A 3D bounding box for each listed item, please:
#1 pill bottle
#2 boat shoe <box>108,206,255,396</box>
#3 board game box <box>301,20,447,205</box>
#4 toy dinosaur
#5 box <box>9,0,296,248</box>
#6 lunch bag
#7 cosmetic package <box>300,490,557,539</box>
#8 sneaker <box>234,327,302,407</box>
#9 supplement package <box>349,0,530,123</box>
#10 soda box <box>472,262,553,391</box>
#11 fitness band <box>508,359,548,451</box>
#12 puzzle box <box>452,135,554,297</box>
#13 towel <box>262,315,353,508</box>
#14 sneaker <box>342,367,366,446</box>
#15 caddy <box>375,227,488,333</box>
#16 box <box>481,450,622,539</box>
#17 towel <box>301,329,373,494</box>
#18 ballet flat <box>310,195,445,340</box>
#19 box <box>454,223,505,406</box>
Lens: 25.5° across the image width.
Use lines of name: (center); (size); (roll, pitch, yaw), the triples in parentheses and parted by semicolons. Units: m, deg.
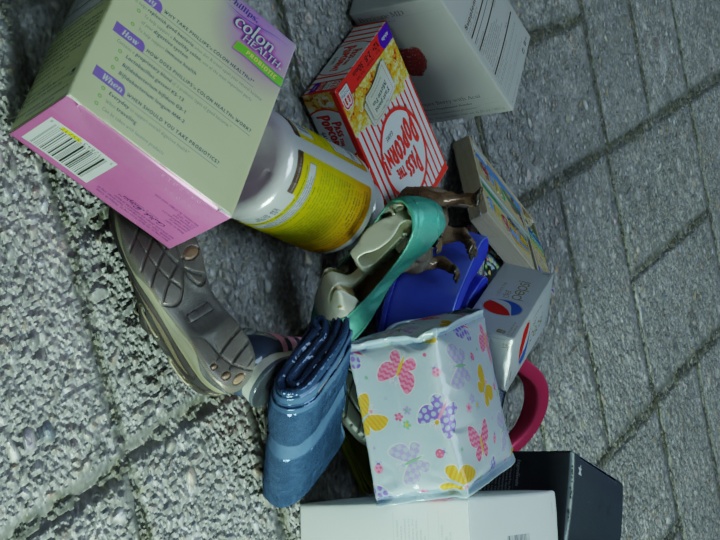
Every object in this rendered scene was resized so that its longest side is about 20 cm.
pill bottle: (-0.059, -0.081, 1.566); (0.200, 0.109, 0.110); (23, 65, -55)
boat shoe: (-0.171, 0.026, 1.403); (0.074, 0.073, 0.201); (-25, 86, -43)
board game box: (0.019, -0.151, 1.765); (0.201, 0.046, 0.152); (65, 37, -29)
toy dinosaur: (0.050, -0.046, 1.697); (0.200, 0.135, 0.086); (-52, 147, -42)
box: (-0.173, -0.156, 1.360); (0.176, 0.097, 0.201); (37, 53, -27)
lunch bag: (0.077, 0.132, 1.587); (0.200, 0.127, 0.170); (-18, 97, -64)
cosmetic package: (0.074, 0.290, 1.635); (0.199, 0.199, 0.124); (9, 75, -58)
sneaker: (-0.094, 0.080, 1.527); (0.070, 0.082, 0.200); (-58, 168, 4)
supplement package: (0.094, -0.283, 1.837); (0.200, 0.121, 0.120); (49, 46, -42)
soda box: (0.163, 0.061, 1.797); (0.200, 0.063, 0.068); (-48, 148, -62)
fitness band: (0.150, 0.160, 1.879); (0.200, 0.037, 0.144); (35, 82, -47)
puzzle box: (0.179, -0.062, 1.986); (0.200, 0.025, 0.133); (46, 26, -45)
towel: (-0.050, 0.138, 1.508); (0.112, 0.048, 0.200); (-56, 165, -36)
sneaker: (0.020, 0.165, 1.670); (0.200, 0.082, 0.073); (46, 64, -23)
caddy: (0.071, 0.034, 1.771); (0.142, 0.105, 0.200); (88, 21, -45)
box: (0.178, 0.272, 1.808); (0.148, 0.199, 0.105); (34, 59, -51)
towel: (-0.009, 0.135, 1.700); (0.086, 0.018, 0.201); (-50, 127, -49)
ballet flat: (0.000, 0.000, 1.581); (0.070, 0.200, 0.067); (22, 24, -49)
box: (0.144, 0.062, 1.940); (0.137, 0.040, 0.201); (44, 49, -45)
